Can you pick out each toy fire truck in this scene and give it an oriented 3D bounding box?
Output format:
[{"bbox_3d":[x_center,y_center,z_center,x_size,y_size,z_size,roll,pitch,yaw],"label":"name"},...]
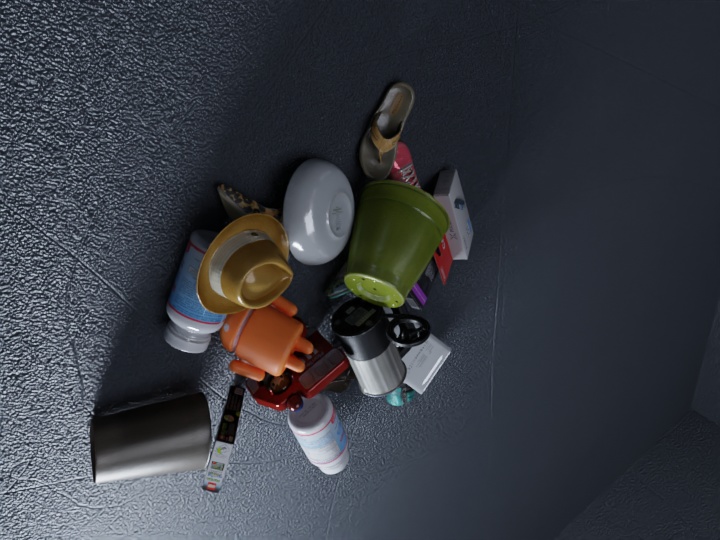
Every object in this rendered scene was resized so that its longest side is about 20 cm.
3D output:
[{"bbox_3d":[-0.138,0.208,1.170,0.199,0.167,0.113,-38,131,-15],"label":"toy fire truck"}]

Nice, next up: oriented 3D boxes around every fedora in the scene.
[{"bbox_3d":[-0.177,0.004,0.943,0.200,0.081,0.203,-37,143,-34],"label":"fedora"}]

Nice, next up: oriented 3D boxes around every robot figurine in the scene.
[{"bbox_3d":[-0.189,0.129,1.089,0.146,0.197,0.117,-64,178,28],"label":"robot figurine"}]

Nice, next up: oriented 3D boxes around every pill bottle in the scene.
[{"bbox_3d":[-0.092,0.394,1.338,0.108,0.108,0.202,-34,130,-18],"label":"pill bottle"},{"bbox_3d":[-0.282,0.039,1.007,0.107,0.108,0.203,14,105,-41],"label":"pill bottle"}]

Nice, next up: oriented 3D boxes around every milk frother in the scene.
[{"bbox_3d":[0.061,0.168,1.169,0.178,0.200,0.190,-28,125,-6],"label":"milk frother"}]

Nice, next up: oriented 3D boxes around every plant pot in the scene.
[{"bbox_3d":[0.058,-0.040,1.121,0.201,0.197,0.196,46,57,-43],"label":"plant pot"}]

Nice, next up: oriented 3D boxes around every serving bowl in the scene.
[{"bbox_3d":[-0.064,-0.108,1.068,0.199,0.065,0.205,-24,118,-57],"label":"serving bowl"}]

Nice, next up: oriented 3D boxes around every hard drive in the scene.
[{"bbox_3d":[0.104,0.185,1.359,0.198,0.027,0.133,36,90,-2],"label":"hard drive"}]

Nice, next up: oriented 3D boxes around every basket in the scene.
[{"bbox_3d":[-0.398,0.321,1.057,0.196,0.138,0.182,-3,141,-30],"label":"basket"}]

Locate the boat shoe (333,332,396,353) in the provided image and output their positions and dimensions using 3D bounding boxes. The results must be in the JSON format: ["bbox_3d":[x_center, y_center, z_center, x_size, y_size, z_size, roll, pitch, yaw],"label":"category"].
[{"bbox_3d":[-0.020,0.149,1.310,0.196,0.075,0.095,-21,91,-10],"label":"boat shoe"}]

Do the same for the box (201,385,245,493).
[{"bbox_3d":[-0.270,0.329,1.119,0.034,0.200,0.112,17,105,-10],"label":"box"}]

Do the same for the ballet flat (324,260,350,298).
[{"bbox_3d":[0.000,0.000,1.246,0.197,0.074,0.076,-21,125,-30],"label":"ballet flat"}]

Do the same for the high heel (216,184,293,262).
[{"bbox_3d":[-0.170,-0.127,1.054,0.200,0.071,0.144,46,61,-31],"label":"high heel"}]

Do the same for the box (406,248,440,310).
[{"bbox_3d":[0.141,-0.033,1.299,0.143,0.036,0.203,50,59,-45],"label":"box"}]

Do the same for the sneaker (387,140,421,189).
[{"bbox_3d":[0.105,-0.182,1.203,0.073,0.086,0.203,-30,128,-21],"label":"sneaker"}]

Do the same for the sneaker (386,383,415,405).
[{"bbox_3d":[0.084,0.287,1.450,0.197,0.083,0.123,10,98,-42],"label":"sneaker"}]

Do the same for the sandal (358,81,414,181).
[{"bbox_3d":[0.053,-0.278,1.114,0.079,0.054,0.204,21,98,-9],"label":"sandal"}]

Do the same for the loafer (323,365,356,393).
[{"bbox_3d":[-0.054,0.251,1.300,0.197,0.072,0.073,-13,91,-39],"label":"loafer"}]

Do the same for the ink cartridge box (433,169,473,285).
[{"bbox_3d":[0.209,-0.098,1.300,0.202,0.044,0.178,64,36,-40],"label":"ink cartridge box"}]
